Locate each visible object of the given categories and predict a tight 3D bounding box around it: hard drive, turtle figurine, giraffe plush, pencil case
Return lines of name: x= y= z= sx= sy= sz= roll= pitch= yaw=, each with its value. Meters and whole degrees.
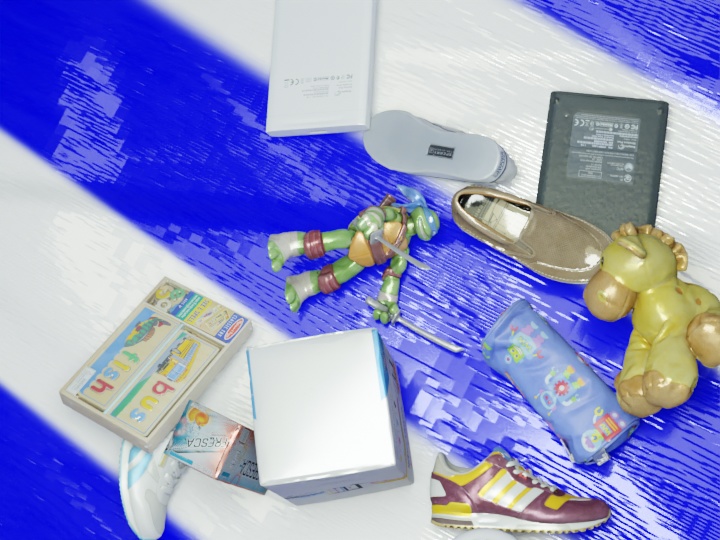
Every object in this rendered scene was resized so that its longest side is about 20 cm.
hard drive: x=-0.046 y=-0.266 z=1.625 sx=0.131 sy=0.027 sz=0.202 roll=-2 pitch=76 yaw=21
turtle figurine: x=0.000 y=0.000 z=1.502 sx=0.192 sy=0.144 sz=0.202 roll=-14 pitch=71 yaw=10
hard drive: x=0.276 y=-0.103 z=1.535 sx=0.138 sy=0.033 sz=0.202 roll=7 pitch=77 yaw=11
giraffe plush: x=0.309 y=0.033 z=1.402 sx=0.162 sy=0.173 sz=0.200 roll=47 pitch=69 yaw=-1
pencil case: x=0.216 y=0.127 z=1.465 sx=0.087 sy=0.078 sz=0.200 roll=-43 pitch=73 yaw=5

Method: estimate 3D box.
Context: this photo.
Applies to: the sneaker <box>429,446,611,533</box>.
sneaker: x=0.173 y=0.239 z=1.446 sx=0.198 sy=0.075 sz=0.091 roll=0 pitch=81 yaw=9

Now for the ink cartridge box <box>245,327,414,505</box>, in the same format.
ink cartridge box: x=-0.029 y=0.162 z=1.435 sx=0.143 sy=0.200 sz=0.149 roll=-10 pitch=74 yaw=5

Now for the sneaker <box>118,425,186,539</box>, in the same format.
sneaker: x=-0.228 y=0.210 z=1.524 sx=0.080 sy=0.077 sz=0.202 roll=0 pitch=78 yaw=8

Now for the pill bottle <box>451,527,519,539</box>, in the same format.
pill bottle: x=0.132 y=0.325 z=1.366 sx=0.111 sy=0.200 sz=0.113 roll=-2 pitch=76 yaw=9

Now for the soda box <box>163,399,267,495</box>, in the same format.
soda box: x=-0.144 y=0.196 z=1.446 sx=0.068 sy=0.200 sz=0.064 roll=23 pitch=81 yaw=16

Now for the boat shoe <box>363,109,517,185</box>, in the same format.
boat shoe: x=0.092 y=-0.135 z=1.559 sx=0.199 sy=0.065 sz=0.074 roll=24 pitch=92 yaw=35

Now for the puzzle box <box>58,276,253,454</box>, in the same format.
puzzle box: x=-0.232 y=0.105 z=1.524 sx=0.132 sy=0.026 sz=0.200 roll=25 pitch=55 yaw=21

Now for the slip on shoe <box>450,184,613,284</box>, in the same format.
slip on shoe: x=0.193 y=-0.044 z=1.485 sx=0.199 sy=0.061 sz=0.077 roll=27 pitch=86 yaw=14
